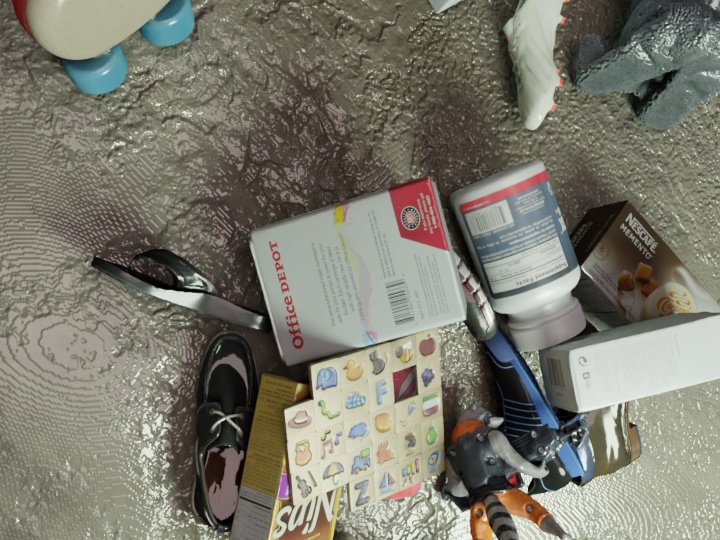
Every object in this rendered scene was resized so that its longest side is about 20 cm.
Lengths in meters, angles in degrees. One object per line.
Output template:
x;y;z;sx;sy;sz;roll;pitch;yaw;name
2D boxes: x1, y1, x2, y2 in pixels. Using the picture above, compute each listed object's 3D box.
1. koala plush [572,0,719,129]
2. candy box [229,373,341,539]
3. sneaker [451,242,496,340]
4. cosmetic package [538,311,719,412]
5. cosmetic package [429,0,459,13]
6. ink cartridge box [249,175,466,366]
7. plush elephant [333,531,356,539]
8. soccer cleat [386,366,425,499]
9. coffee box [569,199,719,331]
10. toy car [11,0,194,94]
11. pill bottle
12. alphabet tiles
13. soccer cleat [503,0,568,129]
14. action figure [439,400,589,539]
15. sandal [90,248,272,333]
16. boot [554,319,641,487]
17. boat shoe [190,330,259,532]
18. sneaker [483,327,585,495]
0.397;-0.325;0.931;0.174;0.183;0.204;21;69;-17;koala plush
-0.068;0.218;0.758;0.116;0.056;0.205;19;80;-55;candy box
0.066;0.016;0.843;0.114;0.076;0.202;-32;89;-11;sneaker
0.316;0.102;0.831;0.195;0.102;0.076;-10;88;-7;cosmetic package
0.172;-0.425;0.828;0.198;0.199;0.124;-35;98;-17;cosmetic package
0.000;0.000;0.765;0.196;0.083;0.149;-15;93;10;ink cartridge box
0.068;0.381;0.766;0.153;0.166;0.201;-28;117;21;plush elephant
0.038;0.158;0.825;0.075;0.067;0.205;2;89;-15;soccer cleat
0.352;0.024;0.933;0.200;0.080;0.115;45;75;-12;coffee box
-0.285;-0.319;0.702;0.176;0.185;0.200;-41;71;-16;toy car
0.192;-0.016;0.857;0.118;0.119;0.204;-23;95;-19;pill bottle
0.009;0.162;0.752;0.197;0.007;0.171;-12;105;-33;alphabet tiles
0.211;-0.275;0.909;0.076;0.069;0.205;13;76;-13;soccer cleat
0.163;0.221;0.785;0.199;0.195;0.104;-39;133;14;action figure
-0.177;0.013;0.750;0.197;0.075;0.049;22;86;-27;sandal
0.281;0.168;0.904;0.096;0.074;0.204;-24;97;-22;boot
-0.138;0.166;0.759;0.070;0.067;0.205;6;84;-17;boat shoe
0.190;0.173;0.875;0.077;0.070;0.203;-30;81;13;sneaker
